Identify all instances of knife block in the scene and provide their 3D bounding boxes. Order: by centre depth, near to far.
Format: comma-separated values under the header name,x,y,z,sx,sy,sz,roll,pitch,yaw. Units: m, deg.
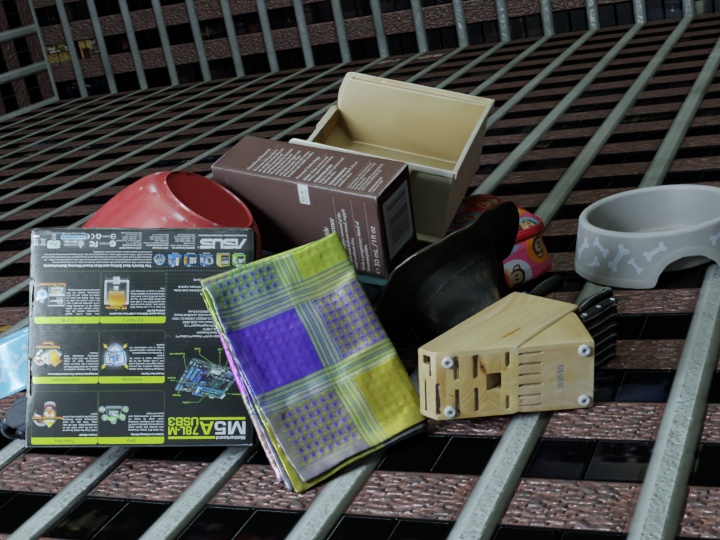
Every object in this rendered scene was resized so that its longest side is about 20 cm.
name,x,y,z,sx,sy,sz,roll,pitch,yaw
knife block,0.142,0.061,0.967,0.199,0.064,0.176,-5,20,-4

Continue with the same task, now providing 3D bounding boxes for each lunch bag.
name,x,y,z,sx,sy,sz,roll,pitch,yaw
lunch bag,0.108,-0.020,1.236,0.176,0.082,0.200,-20,18,-12

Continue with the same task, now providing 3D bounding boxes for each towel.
name,x,y,z,sx,sy,sz,roll,pitch,yaw
towel,-0.038,0.074,0.909,0.143,0.201,0.023,-20,-15,-21

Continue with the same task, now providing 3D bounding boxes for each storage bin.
name,x,y,z,sx,sy,sz,roll,pitch,yaw
storage bin,0.031,-0.135,1.220,0.198,0.094,0.200,14,35,12

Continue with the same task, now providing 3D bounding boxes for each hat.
name,x,y,z,sx,sy,sz,roll,pitch,yaw
hat,0.101,0.030,1.027,0.200,0.201,0.081,-23,65,-32

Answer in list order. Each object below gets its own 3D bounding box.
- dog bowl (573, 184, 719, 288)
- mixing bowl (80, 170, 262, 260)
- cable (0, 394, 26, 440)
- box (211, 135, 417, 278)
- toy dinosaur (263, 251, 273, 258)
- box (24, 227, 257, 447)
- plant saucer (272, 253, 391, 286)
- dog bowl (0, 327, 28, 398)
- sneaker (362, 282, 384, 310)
name,x,y,z,sx,sy,sz,roll,pitch,yaw
dog bowl,0.336,-0.044,1.193,0.199,0.059,0.200,-10,19,4
mixing bowl,-0.173,-0.027,1.055,0.200,0.109,0.200,29,21,-12
cable,-0.247,0.112,1.052,0.200,0.051,0.163,-26,-1,26
box,-0.047,-0.068,1.099,0.199,0.100,0.075,13,41,29
toy dinosaur,-0.089,-0.008,1.307,0.181,0.105,0.200,4,5,-12
box,-0.191,0.059,0.944,0.199,0.194,0.048,-1,-4,-3
plant saucer,0.000,0.000,1.139,0.200,0.019,0.070,9,8,39
dog bowl,-0.296,0.068,1.076,0.199,0.050,0.111,-25,7,-5
sneaker,-0.008,0.053,1.085,0.084,0.075,0.200,-9,18,20
